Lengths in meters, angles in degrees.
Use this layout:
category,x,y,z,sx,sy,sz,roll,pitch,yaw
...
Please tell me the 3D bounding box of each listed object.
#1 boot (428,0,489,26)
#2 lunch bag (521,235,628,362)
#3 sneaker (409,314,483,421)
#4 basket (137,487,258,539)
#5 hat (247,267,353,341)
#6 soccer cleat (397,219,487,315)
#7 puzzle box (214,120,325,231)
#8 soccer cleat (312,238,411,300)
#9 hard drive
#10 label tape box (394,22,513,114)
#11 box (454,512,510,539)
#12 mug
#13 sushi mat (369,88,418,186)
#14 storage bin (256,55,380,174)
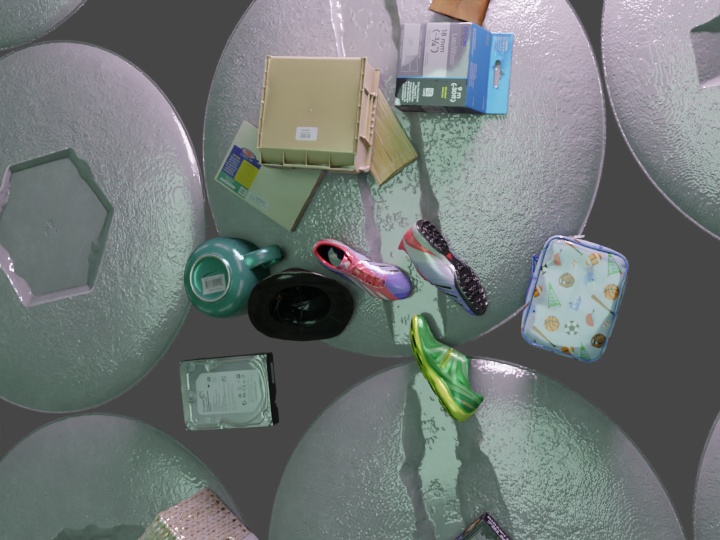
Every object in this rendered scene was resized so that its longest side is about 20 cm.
category,x,y,z,sx,sy,sz,roll,pitch,yaw
boot,0.174,-0.558,1.249,0.185,0.068,0.203,28,105,8
lunch bag,0.355,0.042,1.176,0.157,0.075,0.205,17,96,19
sneaker,0.150,0.167,1.251,0.082,0.074,0.203,-27,78,-10
basket,-0.334,0.554,1.328,0.161,0.198,0.201,43,102,15
hat,-0.111,0.048,1.311,0.195,0.082,0.204,-1,131,-2
soccer cleat,0.147,0.006,1.252,0.201,0.068,0.073,52,127,7
puzzle box,-0.179,-0.185,1.366,0.198,0.025,0.135,34,100,15
soccer cleat,0.000,0.000,1.284,0.197,0.076,0.068,29,98,15
hard drive,-0.262,0.241,1.388,0.195,0.038,0.144,-6,88,18
label tape box,0.164,-0.357,1.238,0.195,0.063,0.148,5,92,18
box,0.217,0.573,1.233,0.199,0.050,0.200,46,102,11
mug,-0.254,0.001,1.343,0.151,0.114,0.187,34,100,14
sushi mat,0.022,-0.269,1.309,0.095,0.012,0.203,-33,80,17
storage bin,-0.077,-0.282,1.279,0.195,0.094,0.204,6,89,15
